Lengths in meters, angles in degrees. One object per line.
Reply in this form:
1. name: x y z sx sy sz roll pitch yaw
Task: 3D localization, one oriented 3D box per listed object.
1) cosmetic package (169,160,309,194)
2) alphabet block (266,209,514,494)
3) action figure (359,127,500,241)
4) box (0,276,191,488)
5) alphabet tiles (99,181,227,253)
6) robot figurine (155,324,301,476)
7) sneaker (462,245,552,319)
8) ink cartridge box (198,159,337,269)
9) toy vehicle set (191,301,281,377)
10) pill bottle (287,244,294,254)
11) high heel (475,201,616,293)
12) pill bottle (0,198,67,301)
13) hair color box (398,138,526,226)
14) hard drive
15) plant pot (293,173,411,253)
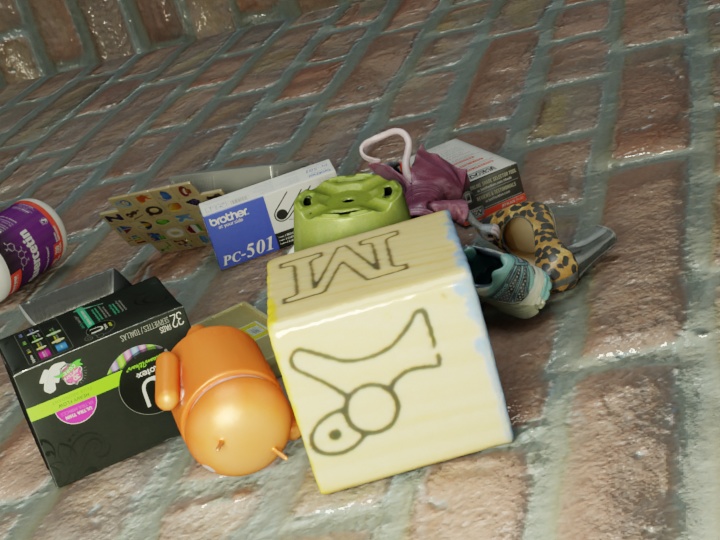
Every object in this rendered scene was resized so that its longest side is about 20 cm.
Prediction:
1. cosmetic package: -0.180 -0.116 2.195 0.199 0.091 0.107 0 7 33
2. alphabet block: 0.026 0.077 1.447 0.199 0.196 0.197 -15 19 2
3. action figure: 0.081 -0.087 1.782 0.133 0.149 0.200 -27 24 16
4. box: -0.284 0.122 1.627 0.199 0.149 0.124 -23 24 -16
5. alphabet tiles: -0.272 -0.076 2.125 0.199 0.167 0.006 -10 59 19
6. robot figurine: -0.141 0.135 1.508 0.116 0.144 0.200 -30 36 -4
7. sneaker: 0.125 -0.001 1.667 0.199 0.086 0.078 3 65 49
8. ink cartridge box: -0.122 -0.080 2.071 0.199 0.094 0.044 -20 32 -5
9. toy vehicle set: -0.154 0.096 1.761 0.124 0.027 0.200 -25 23 -19
10. pill bottle: -0.017 -0.028 1.845 0.112 0.113 0.200 -8 23 23
11. high heel: 0.189 -0.024 1.736 0.199 0.072 0.142 10 32 41
12. pill bottle: -0.549 -0.022 2.215 0.112 0.113 0.200 -2 26 33
13. hair color box: 0.141 -0.127 2.040 0.101 0.062 0.200 -22 21 -14
14. hard drive: -0.320 0.073 1.756 0.134 0.200 0.042 -21 63 0
15. plant pot: 0.000 0.000 1.620 0.199 0.191 0.200 -6 25 3
